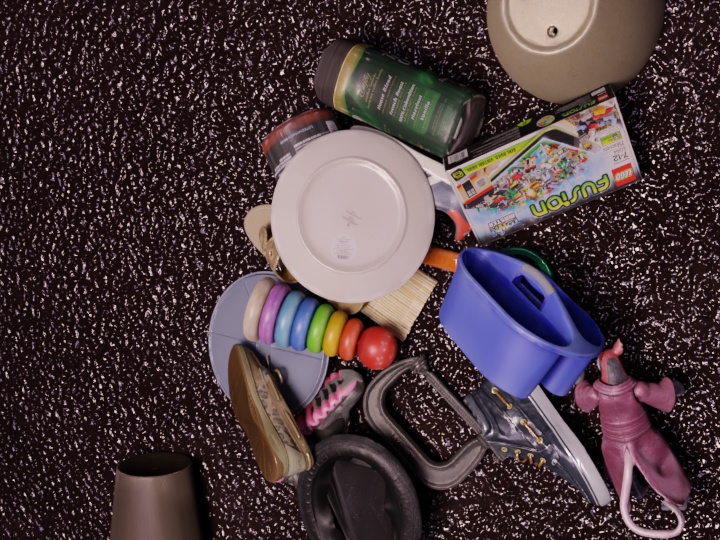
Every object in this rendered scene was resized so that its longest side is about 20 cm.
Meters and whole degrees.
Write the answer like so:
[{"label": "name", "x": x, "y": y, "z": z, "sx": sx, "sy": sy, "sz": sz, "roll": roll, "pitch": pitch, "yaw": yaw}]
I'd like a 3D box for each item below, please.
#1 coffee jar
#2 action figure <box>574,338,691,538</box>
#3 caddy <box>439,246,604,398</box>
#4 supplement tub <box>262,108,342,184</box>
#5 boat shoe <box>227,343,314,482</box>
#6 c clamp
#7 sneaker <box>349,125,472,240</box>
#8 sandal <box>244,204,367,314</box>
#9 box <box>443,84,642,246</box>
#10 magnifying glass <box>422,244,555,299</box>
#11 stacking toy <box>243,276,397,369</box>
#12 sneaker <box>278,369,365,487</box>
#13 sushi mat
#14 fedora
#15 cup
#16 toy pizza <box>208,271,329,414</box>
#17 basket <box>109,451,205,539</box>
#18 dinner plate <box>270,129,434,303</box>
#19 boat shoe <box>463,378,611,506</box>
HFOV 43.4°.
[{"label": "coffee jar", "x": 0.045, "y": -0.207, "z": 1.077, "sx": 0.197, "sy": 0.104, "sz": 0.087, "roll": 26, "pitch": 107, "yaw": 18}, {"label": "action figure", "x": 0.292, "y": 0.176, "z": 1.019, "sx": 0.132, "sy": 0.149, "sz": 0.204, "roll": -12, "pitch": 109, "yaw": 32}, {"label": "caddy", "x": 0.179, "y": 0.048, "z": 1.007, "sx": 0.200, "sy": 0.139, "sz": 0.106, "roll": 50, "pitch": 125, "yaw": 42}, {"label": "supplement tub", "x": -0.040, "y": -0.091, "z": 1.132, "sx": 0.106, "sy": 0.106, "sz": 0.203, "roll": -28, "pitch": 83, "yaw": 27}, {"label": "boat shoe", "x": -0.124, "y": 0.184, "z": 1.198, "sx": 0.202, "sy": 0.061, "sz": 0.074, "roll": 64, "pitch": 145, "yaw": 30}, {"label": "c clamp", "x": 0.106, "y": 0.186, "z": 1.165, "sx": 0.199, "sy": 0.027, "sz": 0.172, "roll": 40, "pitch": 104, "yaw": 10}, {"label": "sneaker", "x": 0.059, "y": -0.105, "z": 1.103, "sx": 0.198, "sy": 0.075, "sz": 0.086, "roll": 31, "pitch": 101, "yaw": 17}, {"label": "sandal", "x": -0.083, "y": -0.015, "z": 1.179, "sx": 0.210, "sy": 0.069, "sz": 0.078, "roll": 37, "pitch": 113, "yaw": 14}, {"label": "box", "x": 0.203, "y": -0.114, "z": 1.011, "sx": 0.197, "sy": 0.035, "sz": 0.111, "roll": -23, "pitch": 121, "yaw": 16}, {"label": "magnifying glass", "x": 0.144, "y": -0.003, "z": 1.119, "sx": 0.196, "sy": 0.022, "sz": 0.081, "roll": 16, "pitch": 107, "yaw": 20}, {"label": "stacking toy", "x": -0.048, "y": 0.078, "z": 1.159, "sx": 0.196, "sy": 0.085, "sz": 0.087, "roll": 19, "pitch": 108, "yaw": 10}, {"label": "sneaker", "x": -0.043, "y": 0.223, "z": 1.231, "sx": 0.094, "sy": 0.079, "sz": 0.201, "roll": 32, "pitch": 110, "yaw": -14}, {"label": "sushi mat", "x": 0.000, "y": 0.000, "z": 1.190, "sx": 0.198, "sy": 0.012, "sz": 0.097, "roll": 34, "pitch": 113, "yaw": 15}, {"label": "fedora", "x": 0.010, "y": 0.299, "z": 1.197, "sx": 0.196, "sy": 0.091, "sz": 0.206, "roll": 7, "pitch": 107, "yaw": 23}, {"label": "cup", "x": 0.214, "y": -0.278, "z": 0.962, "sx": 0.196, "sy": 0.143, "sz": 0.205, "roll": 5, "pitch": 103, "yaw": 24}, {"label": "toy pizza", "x": -0.125, "y": 0.103, "z": 1.253, "sx": 0.196, "sy": 0.032, "sz": 0.206, "roll": 1, "pitch": 93, "yaw": 27}, {"label": "basket", "x": -0.304, "y": 0.386, "z": 1.346, "sx": 0.176, "sy": 0.136, "sz": 0.205, "roll": 2, "pitch": 97, "yaw": 21}, {"label": "dinner plate", "x": -0.010, "y": -0.064, "z": 1.062, "sx": 0.195, "sy": 0.024, "sz": 0.206, "roll": 0, "pitch": 92, "yaw": 6}, {"label": "boat shoe", "x": 0.210, "y": 0.210, "z": 1.085, "sx": 0.090, "sy": 0.071, "sz": 0.202, "roll": -35, "pitch": 74, "yaw": 2}]
